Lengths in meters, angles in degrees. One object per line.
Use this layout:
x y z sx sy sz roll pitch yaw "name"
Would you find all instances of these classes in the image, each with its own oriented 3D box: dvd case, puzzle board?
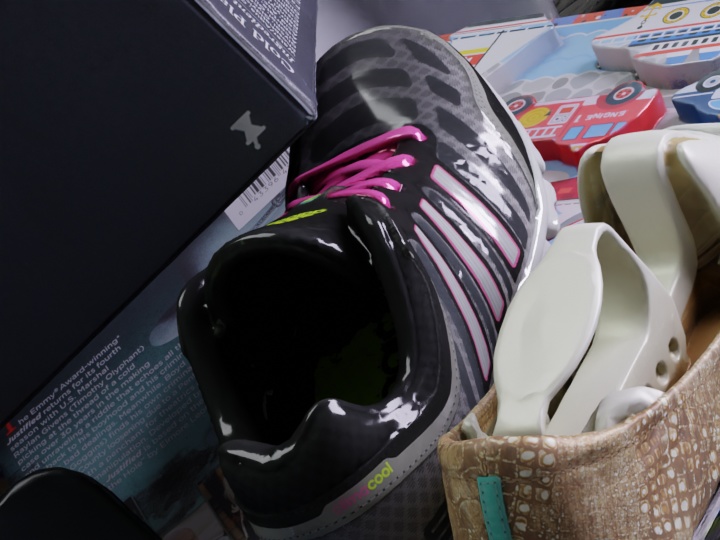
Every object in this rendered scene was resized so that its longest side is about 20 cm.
-0.024 0.045 0.804 0.146 0.022 0.200 -42 40 2 "dvd case"
0.061 -0.040 0.879 0.199 0.017 0.151 -4 36 38 "puzzle board"

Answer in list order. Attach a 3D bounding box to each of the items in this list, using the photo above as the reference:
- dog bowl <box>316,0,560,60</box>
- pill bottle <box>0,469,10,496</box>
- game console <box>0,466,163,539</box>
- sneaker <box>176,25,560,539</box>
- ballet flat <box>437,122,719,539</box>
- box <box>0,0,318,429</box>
-0.025 -0.062 1.005 0.079 0.200 0.200 -36 14 49 "dog bowl"
-0.176 0.103 0.924 0.199 0.121 0.120 -6 12 -1 "pill bottle"
-0.087 0.154 0.653 0.200 0.172 0.119 -46 -17 -10 "game console"
0.000 0.000 0.738 0.073 0.087 0.201 -21 44 24 "sneaker"
0.072 0.006 0.705 0.070 0.066 0.200 -7 33 28 "ballet flat"
-0.113 -0.037 0.817 0.200 0.104 0.182 -44 15 13 "box"
